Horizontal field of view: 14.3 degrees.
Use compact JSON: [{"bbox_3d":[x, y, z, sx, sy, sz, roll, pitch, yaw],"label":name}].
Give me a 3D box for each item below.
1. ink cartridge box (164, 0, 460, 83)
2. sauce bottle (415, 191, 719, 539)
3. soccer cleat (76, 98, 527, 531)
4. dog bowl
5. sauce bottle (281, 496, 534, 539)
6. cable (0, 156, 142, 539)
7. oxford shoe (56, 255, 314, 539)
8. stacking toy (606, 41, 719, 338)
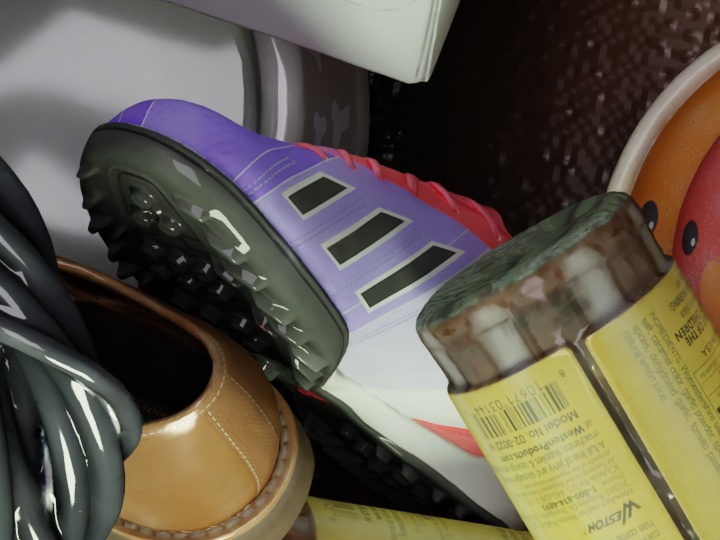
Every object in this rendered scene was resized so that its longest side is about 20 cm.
[{"bbox_3d":[-0.014,-0.180,0.696,0.146,0.146,0.201,19,61,5],"label":"ink cartridge box"},{"bbox_3d":[0.086,0.080,0.685,0.065,0.065,0.201,-29,97,4],"label":"sauce bottle"},{"bbox_3d":[0.000,0.000,0.718,0.068,0.200,0.073,21,75,39],"label":"soccer cleat"},{"bbox_3d":[-0.099,-0.043,0.780,0.199,0.059,0.201,0,90,5],"label":"dog bowl"},{"bbox_3d":[0.057,0.100,0.740,0.199,0.066,0.066,9,90,-14],"label":"sauce bottle"},{"bbox_3d":[-0.125,0.009,0.630,0.199,0.051,0.164,2,103,38],"label":"cable"},{"bbox_3d":[-0.108,0.009,0.679,0.199,0.071,0.072,13,64,19],"label":"oxford shoe"},{"bbox_3d":[0.130,-0.002,0.689,0.145,0.200,0.147,0,88,4],"label":"stacking toy"}]
